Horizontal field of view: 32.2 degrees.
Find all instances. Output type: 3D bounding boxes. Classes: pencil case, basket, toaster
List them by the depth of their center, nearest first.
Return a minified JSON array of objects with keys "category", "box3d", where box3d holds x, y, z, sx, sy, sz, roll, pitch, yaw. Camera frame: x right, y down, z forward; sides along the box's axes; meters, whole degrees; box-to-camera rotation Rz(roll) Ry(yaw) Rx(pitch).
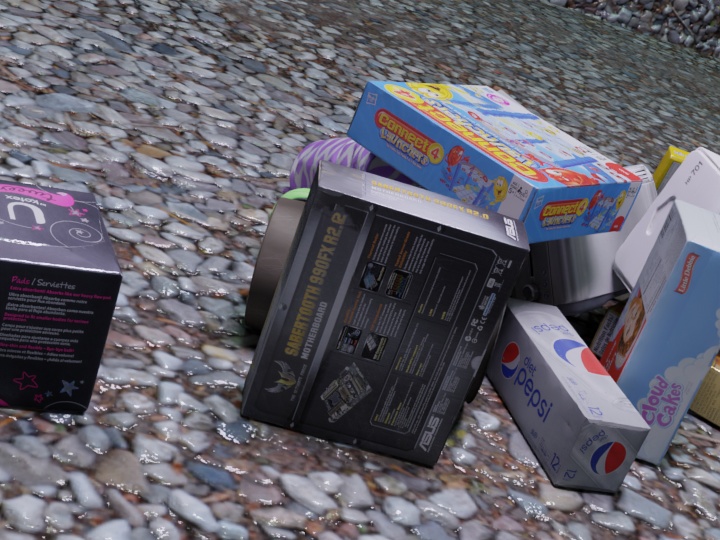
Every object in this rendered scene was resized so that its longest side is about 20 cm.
[{"category":"basket","box3d":[0.013,0.019,1.043,0.199,0.137,0.180,15,0,0]},{"category":"pencil case","box3d":[-0.003,-0.091,1.257,0.084,0.085,0.200,51,-16,-19]},{"category":"toaster","box3d":[0.237,-0.032,1.274,0.199,0.130,0.113,-14,6,-32]}]

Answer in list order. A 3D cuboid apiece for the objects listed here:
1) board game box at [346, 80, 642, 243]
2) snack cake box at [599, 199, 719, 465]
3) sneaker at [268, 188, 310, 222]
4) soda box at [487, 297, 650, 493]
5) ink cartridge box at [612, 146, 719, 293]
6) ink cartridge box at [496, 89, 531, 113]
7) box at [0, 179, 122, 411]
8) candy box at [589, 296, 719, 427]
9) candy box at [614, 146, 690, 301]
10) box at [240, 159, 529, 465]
[{"category":"board game box","box3d":[0.123,-0.101,1.127,0.200,0.056,0.195,36,26,29]},{"category":"snack cake box","box3d":[0.268,0.053,1.089,0.067,0.201,0.115,21,23,0]},{"category":"sneaker","box3d":[0.000,0.000,1.175,0.199,0.077,0.084,25,52,2]},{"category":"soda box","box3d":[0.168,0.101,1.069,0.063,0.069,0.200,11,24,-21]},{"category":"ink cartridge box","box3d":[0.368,-0.008,1.195,0.199,0.147,0.086,20,26,-26]},{"category":"ink cartridge box","box3d":[0.202,-0.099,1.442,0.146,0.084,0.200,57,-3,-38]},{"category":"box","box3d":[-0.278,0.005,0.847,0.199,0.115,0.132,9,25,-26]},{"category":"candy box","box3d":[0.342,0.095,1.243,0.200,0.056,0.115,31,24,24]},{"category":"candy box","box3d":[0.337,-0.038,1.356,0.102,0.200,0.026,17,40,-8]},{"category":"box","box3d":[0.014,0.036,0.915,0.158,0.201,0.048,16,26,-8]}]
